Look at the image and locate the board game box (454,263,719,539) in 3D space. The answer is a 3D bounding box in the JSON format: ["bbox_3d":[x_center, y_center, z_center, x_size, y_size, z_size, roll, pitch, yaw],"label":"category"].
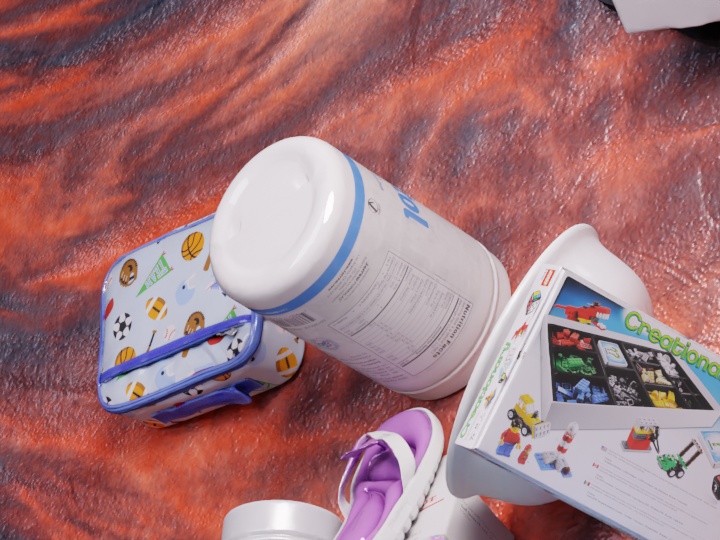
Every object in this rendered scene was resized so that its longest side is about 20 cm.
[{"bbox_3d":[0.172,0.097,1.493,0.126,0.200,0.035,-63,19,-5],"label":"board game box"}]

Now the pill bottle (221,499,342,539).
[{"bbox_3d":[-0.061,0.272,1.689,0.120,0.120,0.200,-21,52,37],"label":"pill bottle"}]

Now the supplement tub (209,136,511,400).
[{"bbox_3d":[0.000,0.000,1.732,0.132,0.200,0.132,-25,51,34],"label":"supplement tub"}]

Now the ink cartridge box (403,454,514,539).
[{"bbox_3d":[0.035,0.219,1.629,0.117,0.067,0.200,-31,20,30],"label":"ink cartridge box"}]

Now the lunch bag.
[{"bbox_3d":[-0.129,0.042,1.942,0.200,0.076,0.161,-23,54,37],"label":"lunch bag"}]

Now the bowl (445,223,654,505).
[{"bbox_3d":[0.143,0.078,1.576,0.090,0.201,0.201,26,86,17],"label":"bowl"}]

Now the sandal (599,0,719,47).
[{"bbox_3d":[0.237,-0.207,1.737,0.200,0.043,0.076,13,76,49],"label":"sandal"}]

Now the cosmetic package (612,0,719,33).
[{"bbox_3d":[0.242,-0.263,1.688,0.101,0.071,0.200,-6,44,28],"label":"cosmetic package"}]

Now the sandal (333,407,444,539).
[{"bbox_3d":[0.011,0.143,1.663,0.082,0.050,0.203,-33,17,23],"label":"sandal"}]
